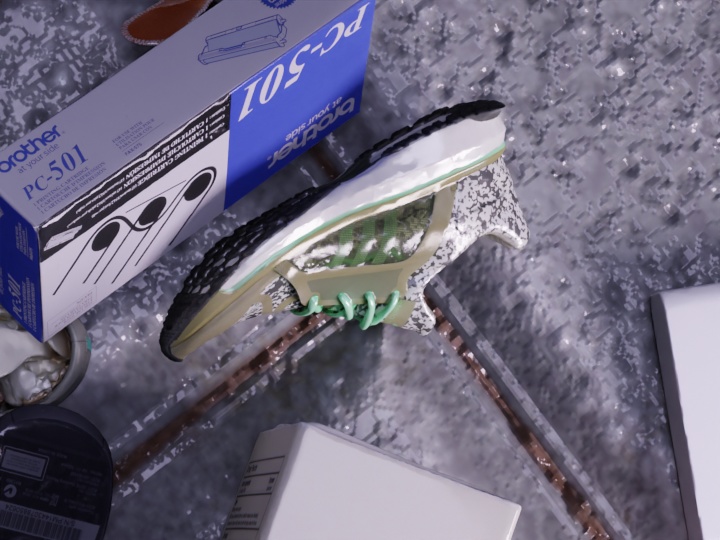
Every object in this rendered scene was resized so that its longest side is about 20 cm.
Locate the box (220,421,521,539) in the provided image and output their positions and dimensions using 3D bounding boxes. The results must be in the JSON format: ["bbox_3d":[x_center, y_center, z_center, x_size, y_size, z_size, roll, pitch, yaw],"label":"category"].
[{"bbox_3d":[-0.021,0.180,1.108,0.108,0.128,0.201,21,81,-8],"label":"box"}]

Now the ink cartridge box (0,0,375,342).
[{"bbox_3d":[-0.081,-0.060,1.114,0.200,0.094,0.044,-38,67,-26],"label":"ink cartridge box"}]

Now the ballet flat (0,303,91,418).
[{"bbox_3d":[-0.219,0.048,1.116,0.199,0.064,0.068,-12,87,-12],"label":"ballet flat"}]

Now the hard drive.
[{"bbox_3d":[0.249,0.062,1.224,0.199,0.027,0.133,-8,86,-12],"label":"hard drive"}]

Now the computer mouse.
[{"bbox_3d":[-0.194,0.152,1.114,0.140,0.046,0.201,12,90,-25],"label":"computer mouse"}]

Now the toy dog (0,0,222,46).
[{"bbox_3d":[-0.115,-0.164,1.142,0.199,0.096,0.133,-9,86,-12],"label":"toy dog"}]

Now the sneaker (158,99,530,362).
[{"bbox_3d":[0.000,0.000,1.163,0.199,0.077,0.089,-31,99,-10],"label":"sneaker"}]
